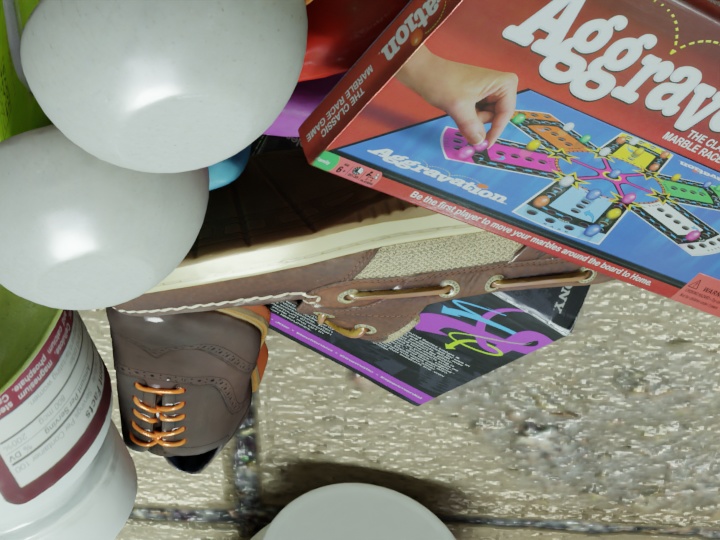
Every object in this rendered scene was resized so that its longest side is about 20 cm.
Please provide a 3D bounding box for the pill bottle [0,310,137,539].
[{"bbox_3d":[-0.174,0.038,0.810,0.114,0.114,0.200,-8,130,15],"label":"pill bottle"}]

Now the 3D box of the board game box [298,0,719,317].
[{"bbox_3d":[0.088,-0.044,0.604,0.200,0.019,0.103,18,127,-38],"label":"board game box"}]

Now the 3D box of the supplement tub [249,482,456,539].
[{"bbox_3d":[-0.019,0.226,1.094,0.144,0.145,0.200,11,141,-8],"label":"supplement tub"}]

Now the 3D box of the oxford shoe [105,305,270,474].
[{"bbox_3d":[-0.081,0.049,0.872,0.071,0.073,0.200,13,165,10],"label":"oxford shoe"}]

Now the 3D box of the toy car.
[{"bbox_3d":[-0.055,-0.094,0.613,0.149,0.176,0.200,-1,152,-27],"label":"toy car"}]

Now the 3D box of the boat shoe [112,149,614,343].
[{"bbox_3d":[0.002,-0.003,0.683,0.199,0.072,0.072,-12,119,-6],"label":"boat shoe"}]

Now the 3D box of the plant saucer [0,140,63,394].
[{"bbox_3d":[-0.173,-0.040,0.667,0.031,0.200,0.200,2,146,35],"label":"plant saucer"}]

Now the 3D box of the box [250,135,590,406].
[{"bbox_3d":[0.000,0.000,0.815,0.143,0.036,0.200,28,163,-9],"label":"box"}]
